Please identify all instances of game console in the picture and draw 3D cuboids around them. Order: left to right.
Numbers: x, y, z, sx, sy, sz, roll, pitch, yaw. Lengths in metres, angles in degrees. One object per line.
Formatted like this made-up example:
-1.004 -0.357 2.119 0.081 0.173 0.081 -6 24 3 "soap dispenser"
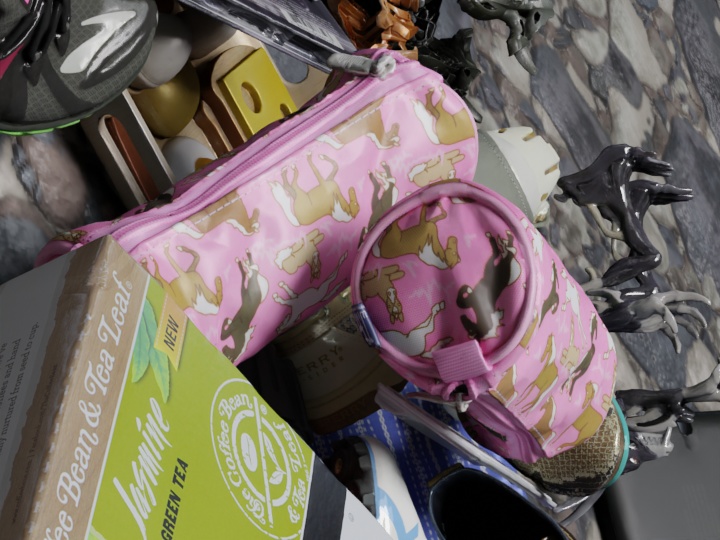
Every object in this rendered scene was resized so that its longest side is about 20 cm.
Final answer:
0.198 0.192 1.570 0.175 0.116 0.201 -2 67 -29 "game console"

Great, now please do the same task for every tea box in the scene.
-0.095 0.137 0.952 0.197 0.133 0.201 48 32 -31 "tea box"

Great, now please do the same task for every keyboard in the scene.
0.051 0.082 1.259 0.056 0.011 0.200 29 -3 17 "keyboard"

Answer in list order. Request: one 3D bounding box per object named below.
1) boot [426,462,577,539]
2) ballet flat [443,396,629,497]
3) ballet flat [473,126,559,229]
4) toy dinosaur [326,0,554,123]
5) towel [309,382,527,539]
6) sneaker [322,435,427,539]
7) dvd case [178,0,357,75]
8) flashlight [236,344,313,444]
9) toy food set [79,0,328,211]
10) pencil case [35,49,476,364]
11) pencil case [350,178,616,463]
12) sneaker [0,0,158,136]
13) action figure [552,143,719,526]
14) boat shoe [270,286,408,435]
0.088 0.166 1.175 0.097 0.075 0.200 46 5 -43 "boot"
0.065 0.046 1.351 0.075 0.068 0.200 17 21 -23 "ballet flat"
0.071 -0.048 1.401 0.068 0.063 0.200 59 1 4 "ballet flat"
0.022 -0.145 1.470 0.135 0.102 0.201 25 64 -32 "toy dinosaur"
0.034 0.116 1.325 0.200 0.024 0.146 1 67 -61 "towel"
0.026 0.168 1.199 0.072 0.072 0.201 -12 86 -28 "sneaker"
-0.090 -0.169 1.235 0.148 0.016 0.200 23 26 -46 "dvd case"
-0.030 0.132 1.157 0.068 0.068 0.201 -1 59 -21 "flashlight"
-0.064 -0.082 1.264 0.144 0.060 0.200 61 28 -10 "toy food set"
-0.041 -0.018 1.138 0.200 0.083 0.087 -36 103 -34 "pencil case"
0.057 0.026 1.169 0.083 0.087 0.200 39 0 19 "pencil case"
-0.145 -0.099 1.081 0.199 0.084 0.077 -5 75 -51 "sneaker"
0.145 0.038 1.468 0.119 0.101 0.201 57 37 -66 "action figure"
0.000 0.000 1.290 0.063 0.073 0.200 54 20 -18 "boat shoe"
